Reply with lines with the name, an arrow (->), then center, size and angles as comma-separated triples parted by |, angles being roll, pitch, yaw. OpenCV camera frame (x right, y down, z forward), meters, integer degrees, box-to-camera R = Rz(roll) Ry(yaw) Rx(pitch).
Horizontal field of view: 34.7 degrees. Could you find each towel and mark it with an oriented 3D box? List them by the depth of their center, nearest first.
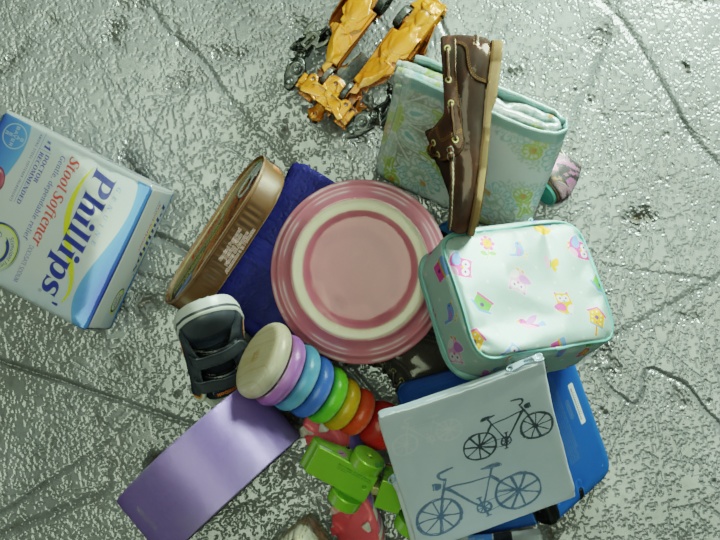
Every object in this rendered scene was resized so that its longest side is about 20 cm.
towel -> 0.117, -0.138, 1.280 | 0.198, 0.172, 0.048 | 25, 53, 8
towel -> -0.070, -0.009, 1.322 | 0.147, 0.050, 0.201 | 31, 87, 22

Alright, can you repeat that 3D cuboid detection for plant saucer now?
plant saucer -> 0.000, 0.000, 1.252 | 0.197, 0.051, 0.204 | 0, 86, 0

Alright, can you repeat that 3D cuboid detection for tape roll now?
tape roll -> -0.166, 0.218, 1.268 | 0.200, 0.200, 0.085 | -42, 85, 2

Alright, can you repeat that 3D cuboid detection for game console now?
game console -> 0.164, 0.178, 1.299 | 0.170, 0.118, 0.202 | -30, 105, -34

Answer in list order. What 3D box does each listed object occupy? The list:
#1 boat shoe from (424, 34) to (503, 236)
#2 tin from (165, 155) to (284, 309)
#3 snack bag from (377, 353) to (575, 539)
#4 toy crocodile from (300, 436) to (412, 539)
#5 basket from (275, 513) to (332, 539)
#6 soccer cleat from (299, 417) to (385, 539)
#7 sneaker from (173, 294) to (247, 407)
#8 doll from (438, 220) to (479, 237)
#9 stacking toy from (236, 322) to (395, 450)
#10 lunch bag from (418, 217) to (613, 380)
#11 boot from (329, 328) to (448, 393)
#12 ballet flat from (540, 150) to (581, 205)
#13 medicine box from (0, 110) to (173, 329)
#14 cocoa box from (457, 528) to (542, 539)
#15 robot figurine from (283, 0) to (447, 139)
boat shoe -> 0.100, -0.138, 1.174 | 0.069, 0.070, 0.203 | 6, 88, -2
tin -> -0.154, -0.039, 1.321 | 0.042, 0.112, 0.201 | 33, 92, -22
snack bag -> 0.118, 0.190, 1.191 | 0.186, 0.021, 0.202 | -19, 121, -1
toy crocodile -> 0.029, 0.236, 1.258 | 0.198, 0.062, 0.068 | 23, 110, -3
basket -> -0.063, 0.398, 1.261 | 0.160, 0.200, 0.199 | -39, 86, -3
soccer cleat -> -0.008, 0.242, 1.326 | 0.066, 0.076, 0.202 | -13, 103, 36
sneaker -> -0.157, 0.093, 1.269 | 0.077, 0.200, 0.080 | -18, 70, -10
doll -> 0.122, -0.006, 1.310 | 0.197, 0.049, 0.138 | 16, 62, -4
stacking toy -> -0.035, 0.138, 1.252 | 0.199, 0.085, 0.086 | 33, 91, -26
lunch bag -> 0.164, 0.026, 1.218 | 0.198, 0.077, 0.162 | -6, 65, -30
boot -> 0.045, 0.126, 1.320 | 0.198, 0.069, 0.176 | -24, 88, 4
ballet flat -> 0.170, -0.159, 1.323 | 0.199, 0.069, 0.071 | 39, 72, 0
medicine box -> -0.349, -0.056, 1.341 | 0.198, 0.103, 0.184 | 26, 91, 6
cocoa box -> 0.144, 0.404, 1.246 | 0.129, 0.134, 0.203 | -6, 106, 5
robot figurine -> 0.004, -0.251, 1.338 | 0.144, 0.058, 0.201 | 39, 91, 5
